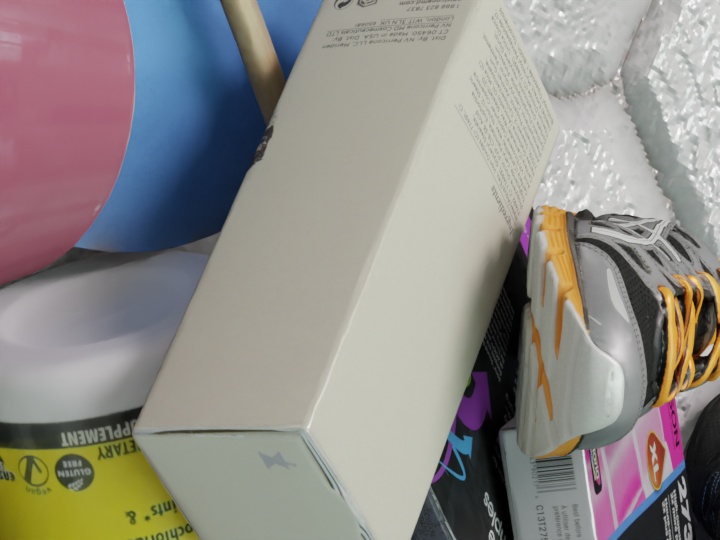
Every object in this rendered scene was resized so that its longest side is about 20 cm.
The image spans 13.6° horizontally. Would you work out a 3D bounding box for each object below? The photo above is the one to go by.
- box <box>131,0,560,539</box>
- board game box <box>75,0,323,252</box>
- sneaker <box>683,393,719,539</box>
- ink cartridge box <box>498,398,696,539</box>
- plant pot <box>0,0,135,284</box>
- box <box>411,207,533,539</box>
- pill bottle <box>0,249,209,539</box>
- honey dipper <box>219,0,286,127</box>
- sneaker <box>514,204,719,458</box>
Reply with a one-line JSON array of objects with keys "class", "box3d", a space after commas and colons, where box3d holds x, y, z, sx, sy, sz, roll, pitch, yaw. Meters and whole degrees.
[{"class": "box", "box3d": [0.000, 0.000, 0.996, 0.082, 0.068, 0.201, 61, 40, -40]}, {"class": "board game box", "box3d": [-0.086, -0.108, 1.045, 0.157, 0.039, 0.201, 2, 97, -33]}, {"class": "sneaker", "box3d": [0.173, 0.099, 1.207, 0.073, 0.200, 0.082, 6, 123, -5]}, {"class": "ink cartridge box", "box3d": [0.097, 0.085, 1.142, 0.200, 0.037, 0.095, -30, 112, -73]}, {"class": "plant pot", "box3d": [-0.171, -0.058, 0.897, 0.179, 0.199, 0.201, -1, 101, -52]}, {"class": "box", "box3d": [0.043, 0.052, 1.111, 0.200, 0.036, 0.143, -75, 148, -52]}, {"class": "pill bottle", "box3d": [-0.072, 0.104, 1.052, 0.112, 0.112, 0.201, -25, 115, -32]}, {"class": "honey dipper", "box3d": [-0.034, -0.075, 1.038, 0.038, 0.038, 0.201, -35, 117, -28]}, {"class": "sneaker", "box3d": [0.093, 0.016, 1.035, 0.077, 0.200, 0.079, 7, 103, 4]}]
